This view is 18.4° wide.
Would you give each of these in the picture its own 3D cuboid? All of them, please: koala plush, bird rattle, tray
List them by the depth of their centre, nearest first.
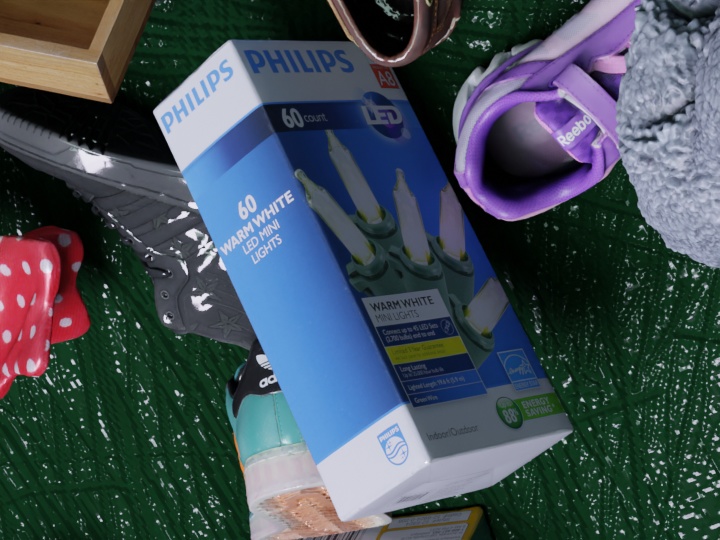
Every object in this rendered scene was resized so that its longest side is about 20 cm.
[{"bbox_3d":[0.194,-0.052,0.829,0.177,0.200,0.184,29,105,-21],"label":"koala plush"},{"bbox_3d":[-0.192,-0.142,1.021,0.199,0.099,0.037,11,152,15],"label":"tray"},{"bbox_3d":[-0.229,-0.013,1.061,0.200,0.113,0.163,-1,122,36],"label":"bird rattle"}]

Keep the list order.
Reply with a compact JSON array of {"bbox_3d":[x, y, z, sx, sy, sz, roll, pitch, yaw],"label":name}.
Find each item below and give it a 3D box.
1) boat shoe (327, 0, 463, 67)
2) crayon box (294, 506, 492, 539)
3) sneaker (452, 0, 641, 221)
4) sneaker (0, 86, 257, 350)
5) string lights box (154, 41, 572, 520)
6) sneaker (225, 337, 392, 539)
[{"bbox_3d":[-0.004,-0.185,0.950,0.070,0.070,0.200,-14,109,26],"label":"boat shoe"},{"bbox_3d":[-0.017,0.192,1.065,0.125,0.200,0.052,-9,112,24],"label":"crayon box"},{"bbox_3d":[0.112,-0.085,0.948,0.200,0.088,0.081,-39,97,29],"label":"sneaker"},{"bbox_3d":[-0.088,-0.013,1.067,0.199,0.060,0.104,16,118,0],"label":"sneaker"},{"bbox_3d":[0.000,0.000,0.964,0.059,0.103,0.200,-37,71,36],"label":"string lights box"},{"bbox_3d":[-0.025,0.081,1.053,0.071,0.200,0.080,-8,75,-3],"label":"sneaker"}]
